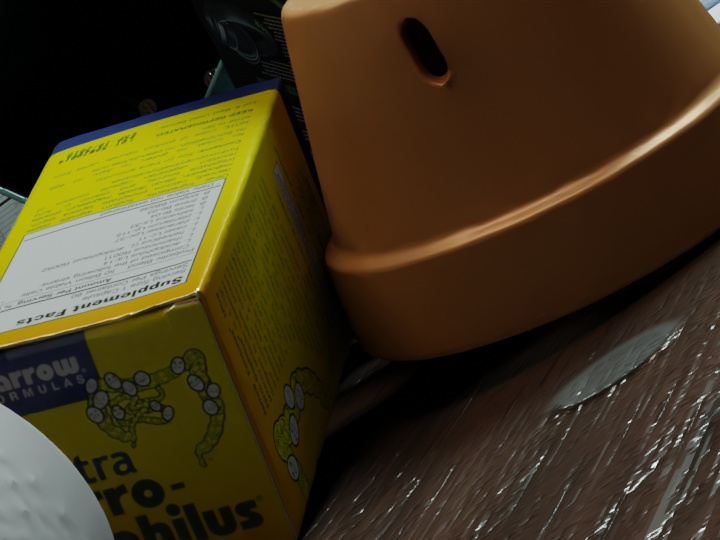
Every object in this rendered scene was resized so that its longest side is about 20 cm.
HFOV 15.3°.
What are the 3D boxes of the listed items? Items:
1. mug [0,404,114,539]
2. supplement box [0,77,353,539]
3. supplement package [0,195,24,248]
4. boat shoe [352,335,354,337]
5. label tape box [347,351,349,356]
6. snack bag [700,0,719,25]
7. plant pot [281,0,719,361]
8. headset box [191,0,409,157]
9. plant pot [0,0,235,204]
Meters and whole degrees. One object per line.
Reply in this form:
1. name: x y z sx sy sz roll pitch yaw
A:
1. mug: -0.131 0.129 0.779 0.199 0.149 0.175 -3 21 8
2. supplement box: -0.076 0.023 1.066 0.108 0.110 0.200 -15 24 15
3. supplement package: -0.207 0.041 1.488 0.147 0.200 0.191 -37 6 -20
4. boat shoe: 0.003 -0.008 1.329 0.200 0.074 0.066 -31 13 35
5. label tape box: -0.108 0.087 1.242 0.144 0.063 0.200 -31 9 32
6. snack bag: 0.159 -0.127 1.332 0.200 0.021 0.188 -40 8 -31
7. plant pot: 0.057 -0.073 1.079 0.199 0.141 0.200 -27 14 7
8. headset box: 0.023 -0.133 1.206 0.174 0.201 0.093 -40 34 -24
9. plant pot: -0.112 -0.087 1.331 0.200 0.141 0.142 27 -95 -76
